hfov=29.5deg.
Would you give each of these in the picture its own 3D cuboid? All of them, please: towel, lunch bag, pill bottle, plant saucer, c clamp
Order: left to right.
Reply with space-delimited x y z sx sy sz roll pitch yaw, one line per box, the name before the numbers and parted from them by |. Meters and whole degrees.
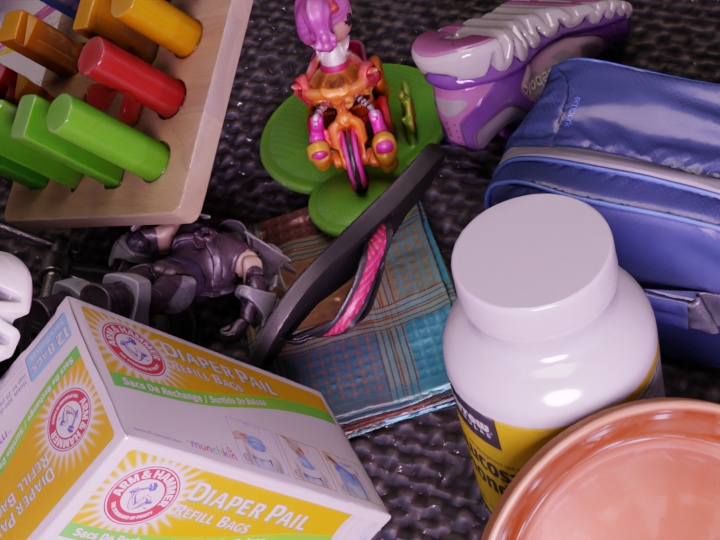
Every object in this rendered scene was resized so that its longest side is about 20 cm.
c clamp | -0.185 0.044 0.891 0.169 0.027 0.201 14 34 -20
towel | -0.009 0.024 0.915 0.145 0.022 0.202 -17 48 1
pill bottle | 0.104 0.061 0.724 0.110 0.202 0.113 -10 42 9
lunch bag | 0.178 -0.025 0.824 0.198 0.137 0.133 14 56 25
plant saucer | 0.149 0.163 0.664 0.198 0.203 0.032 -24 4 -6

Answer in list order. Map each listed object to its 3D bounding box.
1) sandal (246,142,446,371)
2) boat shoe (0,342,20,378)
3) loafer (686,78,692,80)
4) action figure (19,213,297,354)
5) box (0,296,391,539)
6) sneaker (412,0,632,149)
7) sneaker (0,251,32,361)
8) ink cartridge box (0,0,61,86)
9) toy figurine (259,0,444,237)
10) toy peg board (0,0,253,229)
sandal | 0.000 0.000 0.874 0.045 0.075 0.200 41 72 6
boat shoe | -0.293 0.093 0.907 0.196 0.069 0.074 -12 48 6
loafer | 0.240 -0.082 0.906 0.198 0.071 0.074 4 70 38
action figure | -0.125 0.010 0.875 0.129 0.070 0.199 11 22 30
box | -0.098 0.112 0.727 0.113 0.199 0.102 -49 47 16
sneaker | 0.120 -0.143 0.978 0.199 0.090 0.080 -26 26 -36
sneaker | -0.229 0.073 0.662 0.080 0.088 0.203 -10 62 41
ink cartridge box | -0.249 -0.153 1.094 0.144 0.085 0.200 -38 52 -17
toy figurine | -0.024 -0.154 0.946 0.148 0.185 0.201 -13 42 7
toy peg board | -0.180 -0.140 0.899 0.198 0.097 0.202 0 72 43
